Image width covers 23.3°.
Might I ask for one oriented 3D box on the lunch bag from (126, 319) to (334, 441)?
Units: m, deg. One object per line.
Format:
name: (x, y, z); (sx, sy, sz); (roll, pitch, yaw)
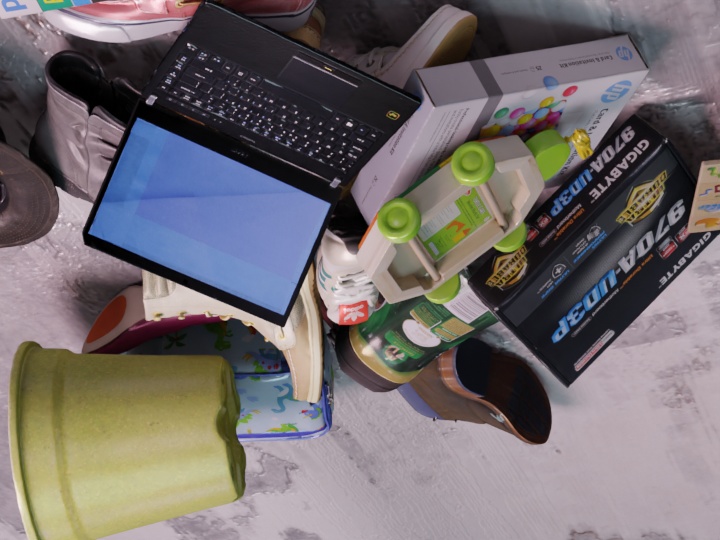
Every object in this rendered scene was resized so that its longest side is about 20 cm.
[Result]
lunch bag: (-0.124, 0.110, 1.707); (0.198, 0.083, 0.161); (-1, 149, 2)

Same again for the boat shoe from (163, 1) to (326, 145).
boat shoe: (-0.097, -0.136, 1.346); (0.075, 0.074, 0.200); (18, 142, -26)

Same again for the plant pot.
plant pot: (-0.201, 0.152, 1.569); (0.183, 0.202, 0.201); (-8, 146, 2)

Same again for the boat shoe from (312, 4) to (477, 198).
boat shoe: (0.012, -0.140, 1.348); (0.071, 0.069, 0.200); (-21, 157, -52)

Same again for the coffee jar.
coffee jar: (0.062, 0.029, 1.567); (0.085, 0.105, 0.200); (36, 135, -20)

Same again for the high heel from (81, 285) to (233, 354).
high heel: (-0.167, 0.048, 1.618); (0.199, 0.068, 0.096); (-30, 126, 31)

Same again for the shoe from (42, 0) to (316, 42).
shoe: (-0.128, -0.218, 1.232); (0.198, 0.072, 0.091); (-1, 143, -7)

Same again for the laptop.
laptop: (-0.082, -0.073, 1.278); (0.176, 0.104, 0.200); (23, 144, -18)

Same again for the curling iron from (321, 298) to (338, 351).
curling iron: (-0.041, 0.020, 1.611); (0.025, 0.050, 0.201); (-34, 133, -5)

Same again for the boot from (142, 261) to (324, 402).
boot: (-0.111, 0.032, 1.532); (0.153, 0.072, 0.201); (-9, 115, -1)

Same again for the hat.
hat: (-0.333, -0.094, 1.396); (0.199, 0.082, 0.201); (2, 152, 1)

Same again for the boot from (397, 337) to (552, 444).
boot: (0.113, 0.121, 1.759); (0.096, 0.075, 0.200); (-4, 150, 37)

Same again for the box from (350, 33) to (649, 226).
box: (0.106, -0.109, 1.359); (0.199, 0.041, 0.156); (-13, 153, -29)

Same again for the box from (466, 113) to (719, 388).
box: (0.201, -0.014, 1.469); (0.200, 0.046, 0.159); (-45, 140, 1)

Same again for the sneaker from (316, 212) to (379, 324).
sneaker: (0.000, 0.000, 1.453); (0.070, 0.094, 0.200); (-4, -176, -6)

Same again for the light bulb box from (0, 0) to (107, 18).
light bulb box: (-0.163, -0.279, 1.085); (0.198, 0.126, 0.199); (-8, 146, 9)

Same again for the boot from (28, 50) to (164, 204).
boot: (-0.170, -0.081, 1.370); (0.199, 0.070, 0.132); (28, 149, -5)

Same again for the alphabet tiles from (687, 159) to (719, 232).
alphabet tiles: (0.352, -0.067, 1.411); (0.165, 0.006, 0.200); (-7, 158, 3)

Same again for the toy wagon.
toy wagon: (0.090, -0.050, 1.344); (0.200, 0.040, 0.155); (-38, 156, 0)
